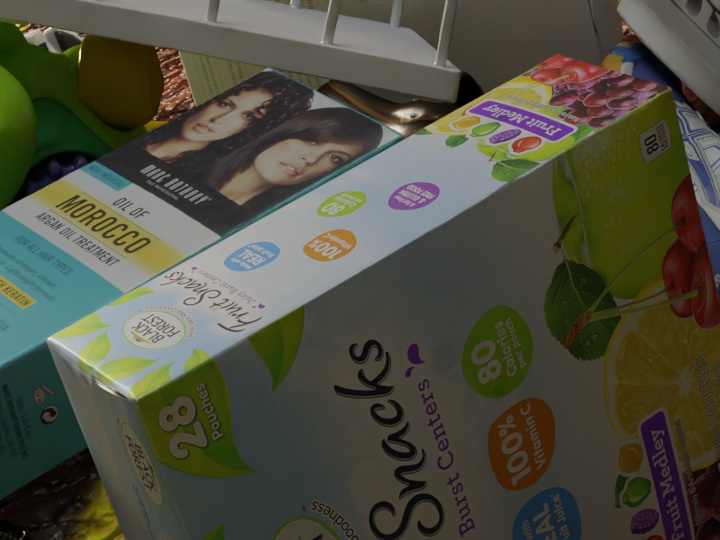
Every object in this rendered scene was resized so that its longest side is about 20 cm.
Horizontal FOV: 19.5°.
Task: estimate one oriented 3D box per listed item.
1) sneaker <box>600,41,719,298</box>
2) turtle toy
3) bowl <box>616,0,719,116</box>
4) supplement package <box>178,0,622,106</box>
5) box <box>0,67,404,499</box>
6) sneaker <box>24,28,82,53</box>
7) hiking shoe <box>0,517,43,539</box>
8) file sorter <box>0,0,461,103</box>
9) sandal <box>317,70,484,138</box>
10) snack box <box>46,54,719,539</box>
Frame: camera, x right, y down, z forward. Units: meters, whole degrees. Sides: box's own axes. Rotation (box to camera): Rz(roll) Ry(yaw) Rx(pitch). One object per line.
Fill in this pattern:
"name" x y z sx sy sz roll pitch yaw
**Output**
"sneaker" 0.128 -0.029 0.865 0.087 0.076 0.200 12 32 4
"turtle toy" -0.150 -0.040 0.849 0.144 0.200 0.102 -1 67 5
"bowl" 0.173 -0.117 0.902 0.094 0.200 0.201 -47 26 14
"supplement package" 0.020 -0.132 1.022 0.198 0.122 0.120 -8 30 13
"box" -0.080 0.002 0.733 0.199 0.050 0.082 -32 40 -29
"sneaker" -0.231 -0.067 1.107 0.199 0.076 0.081 -24 16 -17
"hiking shoe" -0.134 0.115 0.703 0.198 0.101 0.076 -9 32 15
"file sorter" -0.055 -0.155 0.849 0.198 0.126 0.139 10 13 -10
"sandal" 0.041 -0.058 0.894 0.055 0.082 0.200 -45 16 -10
"snack box" 0.024 0.053 0.659 0.199 0.170 0.068 -30 29 -21
